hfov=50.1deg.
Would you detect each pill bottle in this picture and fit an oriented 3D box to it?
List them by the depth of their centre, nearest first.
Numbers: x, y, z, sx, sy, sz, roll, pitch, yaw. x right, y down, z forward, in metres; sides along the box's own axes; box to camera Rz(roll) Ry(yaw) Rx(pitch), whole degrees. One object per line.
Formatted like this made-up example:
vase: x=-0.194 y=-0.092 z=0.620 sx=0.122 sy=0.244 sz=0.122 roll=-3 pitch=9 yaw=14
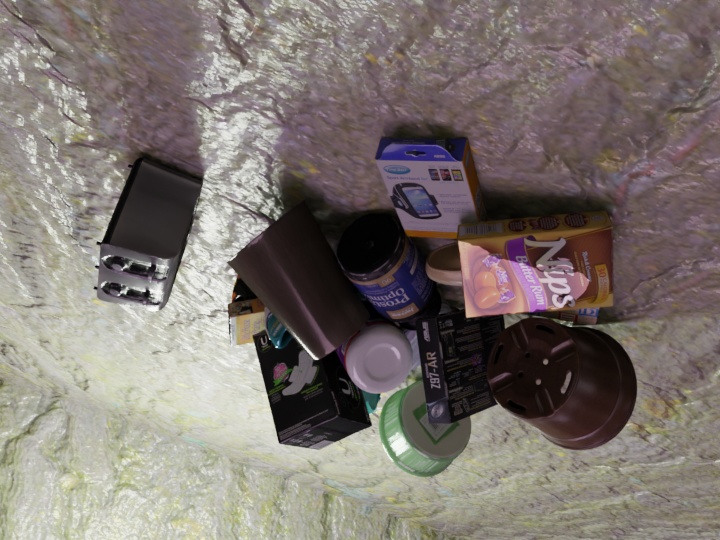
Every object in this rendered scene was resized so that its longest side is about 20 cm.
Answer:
pill bottle: x=0.053 y=0.010 z=1.190 sx=0.110 sy=0.114 sz=0.200 roll=-1 pitch=149 yaw=30
pill bottle: x=0.012 y=0.119 z=1.295 sx=0.111 sy=0.114 sz=0.200 roll=25 pitch=-172 yaw=-18

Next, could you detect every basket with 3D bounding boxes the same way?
basket: x=-0.085 y=0.022 z=1.170 sx=0.201 sy=0.136 sz=0.180 roll=53 pitch=141 yaw=-4

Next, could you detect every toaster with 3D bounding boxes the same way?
toaster: x=-0.332 y=-0.057 z=1.208 sx=0.116 sy=0.203 sz=0.181 roll=18 pitch=146 yaw=-12

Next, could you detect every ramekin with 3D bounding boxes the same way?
ramekin: x=0.146 y=0.338 z=1.684 sx=0.197 sy=0.203 sz=0.098 roll=22 pitch=146 yaw=-12

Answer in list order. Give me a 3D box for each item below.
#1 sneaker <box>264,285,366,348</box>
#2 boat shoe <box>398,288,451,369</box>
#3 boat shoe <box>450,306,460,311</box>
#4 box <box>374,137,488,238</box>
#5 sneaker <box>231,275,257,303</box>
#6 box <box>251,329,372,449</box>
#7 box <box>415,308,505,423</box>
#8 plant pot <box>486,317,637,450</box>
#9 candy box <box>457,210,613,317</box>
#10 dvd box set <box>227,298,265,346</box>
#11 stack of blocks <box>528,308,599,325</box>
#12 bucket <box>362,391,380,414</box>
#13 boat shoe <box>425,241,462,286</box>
sneaker: x=-0.063 y=0.071 z=1.274 sx=0.197 sy=0.081 sz=0.078 roll=-22 pitch=151 yaw=7
boat shoe: x=0.097 y=0.111 z=1.351 sx=0.071 sy=0.063 sz=0.200 roll=19 pitch=132 yaw=-26
boat shoe: x=0.133 y=0.113 z=1.411 sx=0.072 sy=0.076 sz=0.199 roll=1 pitch=160 yaw=-33
box: x=0.095 y=-0.112 z=1.017 sx=0.117 sy=0.042 sz=0.201 roll=5 pitch=149 yaw=21
sneaker: x=-0.163 y=0.030 z=1.374 sx=0.069 sy=0.092 sz=0.198 roll=33 pitch=149 yaw=-32
box: x=-0.085 y=0.194 z=1.357 sx=0.123 sy=0.203 sz=0.148 roll=-26 pitch=155 yaw=17
box: x=0.172 y=0.144 z=1.238 sx=0.043 sy=0.164 sz=0.198 roll=-9 pitch=180 yaw=41
plant pot: x=0.306 y=0.167 z=1.204 sx=0.197 sy=0.205 sz=0.197 roll=-5 pitch=161 yaw=35
candy box: x=0.231 y=-0.008 z=1.019 sx=0.195 sy=0.057 sz=0.119 roll=-6 pitch=116 yaw=10
dvd box set: x=-0.138 y=0.083 z=1.379 sx=0.196 sy=0.030 sz=0.147 roll=-9 pitch=156 yaw=-14
stack of blocks: x=0.258 y=0.017 z=1.148 sx=0.196 sy=0.060 sz=0.116 roll=8 pitch=153 yaw=16
bucket: x=-0.046 y=0.194 z=1.542 sx=0.203 sy=0.137 sz=0.208 roll=16 pitch=165 yaw=4
boat shoe: x=0.180 y=-0.027 z=1.096 sx=0.196 sy=0.073 sz=0.065 roll=-5 pitch=148 yaw=25
